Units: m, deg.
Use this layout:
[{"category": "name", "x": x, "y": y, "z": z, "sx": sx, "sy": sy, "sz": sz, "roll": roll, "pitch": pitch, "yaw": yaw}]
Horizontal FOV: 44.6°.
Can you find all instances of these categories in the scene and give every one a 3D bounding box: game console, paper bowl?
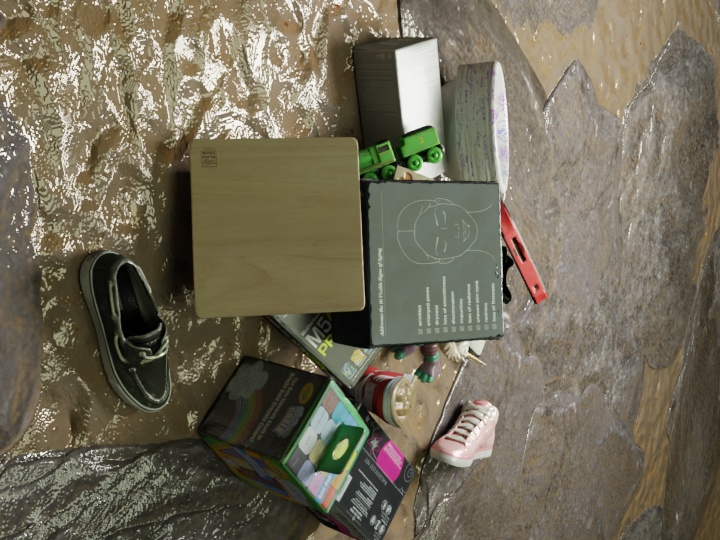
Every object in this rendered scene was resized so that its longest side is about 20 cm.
[{"category": "game console", "x": 0.258, "y": -0.055, "z": 1.512, "sx": 0.202, "sy": 0.031, "sz": 0.178, "roll": 59, "pitch": 8, "yaw": -30}, {"category": "paper bowl", "x": 0.173, "y": -0.219, "z": 1.371, "sx": 0.200, "sy": 0.102, "sz": 0.205, "roll": -1, "pitch": 90, "yaw": -76}]

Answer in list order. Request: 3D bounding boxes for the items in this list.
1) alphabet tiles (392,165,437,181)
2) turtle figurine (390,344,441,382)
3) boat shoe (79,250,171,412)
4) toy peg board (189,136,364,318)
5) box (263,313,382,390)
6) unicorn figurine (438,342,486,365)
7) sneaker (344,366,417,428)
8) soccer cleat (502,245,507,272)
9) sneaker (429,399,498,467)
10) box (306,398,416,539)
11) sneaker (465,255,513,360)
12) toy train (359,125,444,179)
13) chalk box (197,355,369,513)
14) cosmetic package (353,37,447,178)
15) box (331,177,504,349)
[{"category": "alphabet tiles", "x": 0.084, "y": -0.042, "z": 1.200, "sx": 0.197, "sy": 0.006, "sz": 0.170, "roll": 18, "pitch": 83, "yaw": -23}, {"category": "turtle figurine", "x": 0.087, "y": 0.061, "z": 1.315, "sx": 0.099, "sy": 0.151, "sz": 0.203, "roll": -10, "pitch": 127, "yaw": -11}, {"category": "boat shoe", "x": -0.245, "y": 0.075, "z": 0.959, "sx": 0.071, "sy": 0.063, "sz": 0.203, "roll": -40, "pitch": 127, "yaw": -39}, {"category": "toy peg board", "x": -0.103, "y": -0.048, "z": 1.053, "sx": 0.195, "sy": 0.098, "sz": 0.204, "roll": -2, "pitch": 86, "yaw": -11}, {"category": "box", "x": -0.016, "y": 0.031, "z": 1.181, "sx": 0.160, "sy": 0.044, "sz": 0.201, "roll": 44, "pitch": 72, "yaw": -17}, {"category": "unicorn figurine", "x": 0.149, "y": 0.078, "z": 1.442, "sx": 0.199, "sy": 0.072, "sz": 0.141, "roll": 19, "pitch": 74, "yaw": -64}, {"category": "sneaker", "x": 0.017, "y": 0.175, "z": 1.249, "sx": 0.200, "sy": 0.110, "sz": 0.073, "roll": 19, "pitch": 79, "yaw": -79}, {"category": "soccer cleat", "x": 0.216, "y": 0.004, "z": 1.477, "sx": 0.079, "sy": 0.068, "sz": 0.204, "roll": -13, "pitch": 84, "yaw": -13}, {"category": "sneaker", "x": 0.186, "y": 0.280, "z": 1.548, "sx": 0.199, "sy": 0.074, "sz": 0.107, "roll": 6, "pitch": 98, "yaw": -60}, {"category": "box", "x": -0.029, "y": 0.279, "z": 1.241, "sx": 0.133, "sy": 0.113, "sz": 0.201, "roll": -58, "pitch": 136, "yaw": -24}, {"category": "sneaker", "x": 0.218, "y": 0.062, "z": 1.536, "sx": 0.075, "sy": 0.086, "sz": 0.205, "roll": -3, "pitch": 101, "yaw": -53}, {"category": "toy train", "x": 0.022, "y": -0.146, "z": 1.204, "sx": 0.197, "sy": 0.042, "sz": 0.057, "roll": -22, "pitch": 102, "yaw": -10}, {"category": "chalk box", "x": -0.077, "y": 0.207, "z": 1.093, "sx": 0.125, "sy": 0.197, "sz": 0.125, "roll": -56, "pitch": 136, "yaw": -27}, {"category": "cosmetic package", "x": 0.060, "y": -0.228, "z": 1.274, "sx": 0.106, "sy": 0.089, "sz": 0.204, "roll": -26, "pitch": 120, "yaw": -45}, {"category": "box", "x": 0.069, "y": -0.010, "z": 1.120, "sx": 0.193, "sy": 0.123, "sz": 0.205, "roll": -1, "pitch": 90, "yaw": -27}]
